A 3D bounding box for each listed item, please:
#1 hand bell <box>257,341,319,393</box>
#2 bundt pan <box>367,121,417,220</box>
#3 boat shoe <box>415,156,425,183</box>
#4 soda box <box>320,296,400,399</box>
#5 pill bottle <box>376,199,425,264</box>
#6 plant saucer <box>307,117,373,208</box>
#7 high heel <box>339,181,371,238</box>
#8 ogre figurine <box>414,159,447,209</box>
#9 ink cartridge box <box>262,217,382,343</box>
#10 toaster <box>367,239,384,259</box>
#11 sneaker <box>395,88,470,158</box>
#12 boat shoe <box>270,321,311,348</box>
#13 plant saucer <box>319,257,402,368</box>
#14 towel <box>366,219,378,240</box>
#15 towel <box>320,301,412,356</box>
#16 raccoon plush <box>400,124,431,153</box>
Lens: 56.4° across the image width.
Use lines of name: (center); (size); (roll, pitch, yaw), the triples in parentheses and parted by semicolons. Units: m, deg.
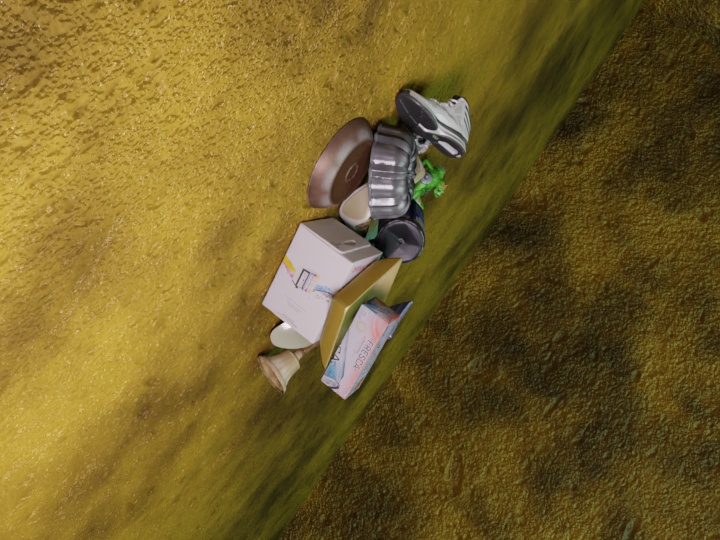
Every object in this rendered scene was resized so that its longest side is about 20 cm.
hand bell: (-0.135, 0.188, 1.587); (0.199, 0.104, 0.105); (-36, 158, -24)
bundt pan: (0.072, -0.203, 1.390); (0.202, 0.075, 0.205); (6, 90, -78)
boat shoe: (0.075, -0.208, 1.580); (0.200, 0.071, 0.065); (-45, 126, -32)
soda box: (-0.001, 0.154, 1.336); (0.063, 0.068, 0.201); (-23, 145, -61)
pill bottle: (0.096, -0.106, 1.581); (0.201, 0.111, 0.113); (-81, -164, -64)
plant saucer: (-0.029, -0.200, 1.318); (0.201, 0.036, 0.201); (-49, 162, -21)
high heel: (0.007, -0.136, 1.506); (0.201, 0.071, 0.142); (-60, 169, 31)
ogre figurine: (0.158, -0.218, 1.748); (0.120, 0.099, 0.199); (-45, 157, 30)
ink cartridge box: (-0.078, 0.015, 1.396); (0.201, 0.144, 0.147); (-61, 162, 22)
toaster: (0.000, 0.000, 1.560); (0.128, 0.115, 0.200); (-22, -178, 13)
sneaker: (0.159, -0.340, 1.426); (0.075, 0.200, 0.116); (-13, -131, 50)
boat shoe: (-0.114, 0.124, 1.558); (0.199, 0.063, 0.074); (-20, 111, -9)
plant saucer: (-0.010, 0.075, 1.360); (0.200, 0.048, 0.201); (-41, 160, -41)
towel: (0.026, -0.109, 1.692); (0.201, 0.022, 0.147); (-52, 165, -16)
towel: (0.013, 0.133, 1.497); (0.199, 0.024, 0.145); (-21, -164, 33)
raccoon plush: (0.139, -0.296, 1.540); (0.134, 0.097, 0.200); (-46, 164, -6)
